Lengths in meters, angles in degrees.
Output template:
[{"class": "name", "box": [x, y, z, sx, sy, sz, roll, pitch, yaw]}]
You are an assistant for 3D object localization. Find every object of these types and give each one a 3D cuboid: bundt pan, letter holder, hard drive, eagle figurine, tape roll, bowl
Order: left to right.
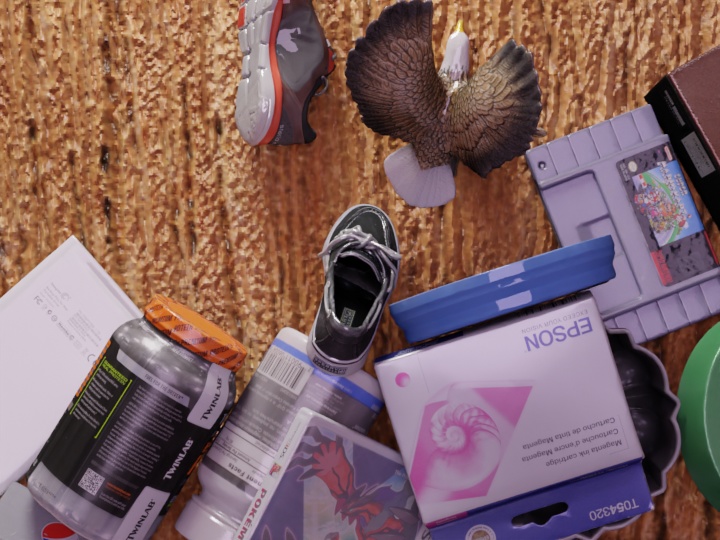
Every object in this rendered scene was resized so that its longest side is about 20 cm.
[{"class": "hard drive", "box": [-0.288, 0.084, 1.630, 0.200, 0.026, 0.132, -42, 87, -4]}, {"class": "eagle figurine", "box": [0.074, -0.147, 1.565, 0.151, 0.200, 0.152, -23, 85, 4]}, {"class": "bowl", "box": [0.124, 0.018, 1.554, 0.200, 0.201, 0.040, -18, 87, -2]}, {"class": "bundt pan", "box": [0.176, 0.132, 1.597, 0.201, 0.076, 0.203, 0, 97, 1]}, {"class": "letter holder", "box": [0.369, -0.111, 1.621, 0.142, 0.101, 0.201, -28, 86, -5]}, {"class": "tape roll", "box": [0.372, 0.129, 1.592, 0.199, 0.048, 0.202, 3, 83, -22]}]

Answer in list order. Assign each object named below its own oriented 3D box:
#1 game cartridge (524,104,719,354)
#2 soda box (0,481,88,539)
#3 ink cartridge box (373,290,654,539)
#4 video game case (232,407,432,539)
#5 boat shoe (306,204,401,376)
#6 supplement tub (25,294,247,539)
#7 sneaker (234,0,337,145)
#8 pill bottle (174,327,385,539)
[{"class": "game cartridge", "box": [0.242, -0.037, 1.646, 0.129, 0.038, 0.201, -21, 86, 2]}, {"class": "soda box", "box": [-0.238, 0.268, 1.584, 0.199, 0.068, 0.064, 28, 127, 1]}, {"class": "ink cartridge box", "box": [0.132, 0.141, 1.542, 0.195, 0.043, 0.201, -18, 94, 3]}, {"class": "video game case", "box": [-0.019, 0.231, 1.558, 0.200, 0.023, 0.183, 29, 87, -39]}, {"class": "boat shoe", "box": [-0.003, -0.001, 1.568, 0.073, 0.068, 0.200, 21, 42, 1]}, {"class": "supplement tub", "box": [-0.188, 0.129, 1.569, 0.122, 0.123, 0.200, 33, 94, 2]}, {"class": "sneaker", "box": [-0.062, -0.206, 1.648, 0.082, 0.077, 0.201, 9, 85, -27]}, {"class": "pill bottle", "box": [-0.070, 0.161, 1.583, 0.113, 0.114, 0.201, 31, 86, 2]}]
